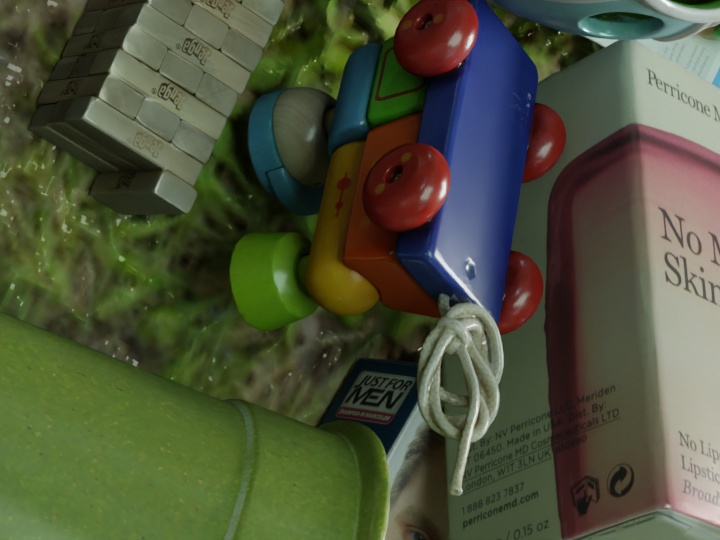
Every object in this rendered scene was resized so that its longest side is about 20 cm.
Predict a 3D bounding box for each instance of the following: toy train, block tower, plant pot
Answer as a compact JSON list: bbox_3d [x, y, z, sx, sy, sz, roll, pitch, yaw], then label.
[{"bbox_3d":[0.000,0.000,0.867,0.085,0.115,0.201,45,44,-40],"label":"toy train"},{"bbox_3d":[-0.057,-0.122,0.899,0.058,0.054,0.201,31,75,-29],"label":"block tower"},{"bbox_3d":[-0.122,0.093,0.801,0.189,0.200,0.201,33,74,-17],"label":"plant pot"}]

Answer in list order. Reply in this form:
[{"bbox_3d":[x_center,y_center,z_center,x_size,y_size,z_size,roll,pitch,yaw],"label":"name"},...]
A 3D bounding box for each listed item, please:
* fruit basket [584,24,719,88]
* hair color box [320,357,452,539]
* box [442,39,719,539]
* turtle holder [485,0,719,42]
[{"bbox_3d":[0.145,-0.177,1.006,0.199,0.094,0.186,27,82,-24],"label":"fruit basket"},{"bbox_3d":[0.000,0.145,0.940,0.100,0.060,0.201,40,70,-28],"label":"hair color box"},{"bbox_3d":[0.111,0.033,0.930,0.127,0.109,0.202,23,54,-38],"label":"box"},{"bbox_3d":[0.104,-0.142,0.894,0.141,0.132,0.186,-45,136,-1],"label":"turtle holder"}]
